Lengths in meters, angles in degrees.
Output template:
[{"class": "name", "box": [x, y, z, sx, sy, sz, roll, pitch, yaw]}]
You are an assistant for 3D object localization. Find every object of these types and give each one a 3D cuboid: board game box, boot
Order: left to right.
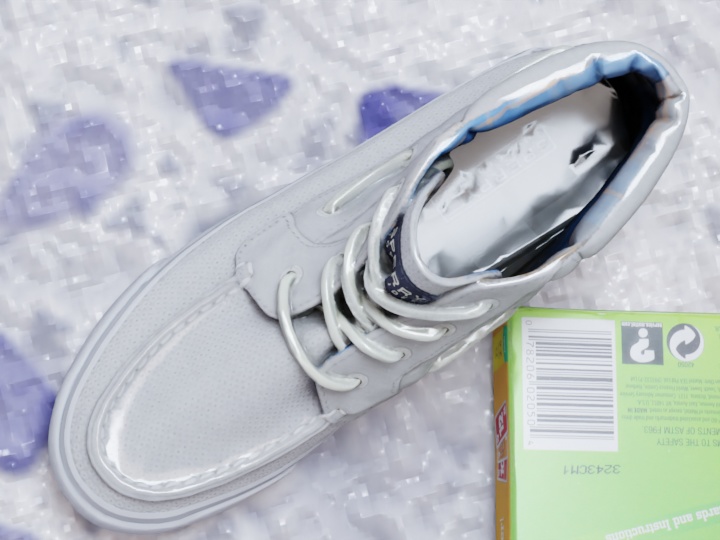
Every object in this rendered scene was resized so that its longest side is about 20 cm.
[{"class": "boot", "box": [0.000, 0.000, 0.719, 0.200, 0.096, 0.074, -39, 93, -9]}, {"class": "board game box", "box": [0.087, 0.111, 0.746, 0.095, 0.030, 0.200, 2, 74, -9]}]
